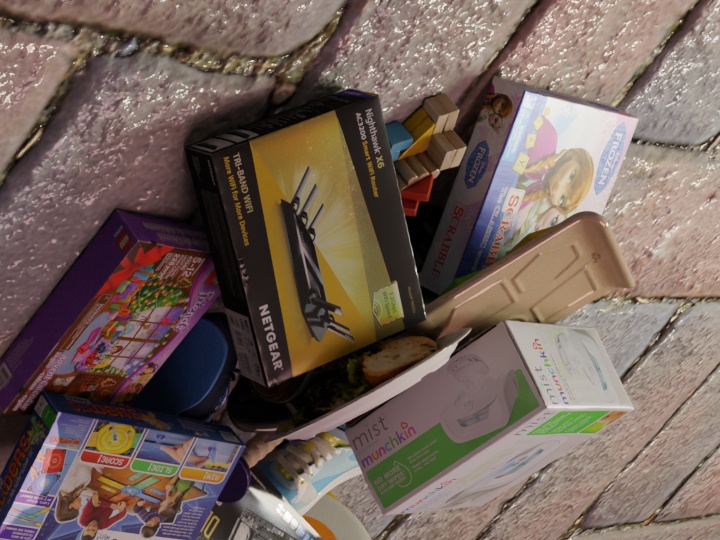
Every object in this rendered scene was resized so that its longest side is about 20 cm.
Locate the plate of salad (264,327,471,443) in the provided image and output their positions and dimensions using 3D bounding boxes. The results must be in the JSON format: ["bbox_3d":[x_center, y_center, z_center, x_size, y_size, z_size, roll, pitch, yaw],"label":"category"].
[{"bbox_3d":[0.002,0.088,1.615,0.199,0.048,0.200,-29,-179,1],"label":"plate of salad"}]

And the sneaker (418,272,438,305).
[{"bbox_3d":[0.084,-0.003,1.810,0.199,0.071,0.073,-23,149,-24],"label":"sneaker"}]

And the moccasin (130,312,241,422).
[{"bbox_3d":[-0.150,0.094,1.701,0.068,0.081,0.200,-18,161,-39],"label":"moccasin"}]

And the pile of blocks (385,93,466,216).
[{"bbox_3d":[0.015,-0.065,1.651,0.200,0.062,0.082,-46,150,15],"label":"pile of blocks"}]

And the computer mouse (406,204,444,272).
[{"bbox_3d":[0.000,0.000,1.739,0.199,0.059,0.034,-28,166,-15],"label":"computer mouse"}]

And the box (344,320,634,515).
[{"bbox_3d":[0.119,0.135,1.766,0.200,0.097,0.176,-36,159,26],"label":"box"}]

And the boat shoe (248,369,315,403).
[{"bbox_3d":[-0.067,0.015,1.611,0.075,0.074,0.203,-8,111,-64],"label":"boat shoe"}]

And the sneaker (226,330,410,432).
[{"bbox_3d":[-0.028,0.128,1.776,0.199,0.076,0.116,-20,143,-17],"label":"sneaker"}]

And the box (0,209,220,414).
[{"bbox_3d":[-0.201,0.041,1.586,0.200,0.039,0.137,-50,149,22],"label":"box"}]

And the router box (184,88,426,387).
[{"bbox_3d":[-0.041,-0.028,1.541,0.157,0.052,0.201,-23,111,-26],"label":"router box"}]

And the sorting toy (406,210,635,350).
[{"bbox_3d":[0.140,0.020,1.715,0.199,0.037,0.185,-28,155,6],"label":"sorting toy"}]

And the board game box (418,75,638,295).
[{"bbox_3d":[0.157,-0.066,1.760,0.199,0.041,0.201,4,109,-51],"label":"board game box"}]

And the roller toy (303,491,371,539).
[{"bbox_3d":[-0.077,0.318,1.980,0.199,0.183,0.140,-12,142,-37],"label":"roller toy"}]

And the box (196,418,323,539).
[{"bbox_3d":[-0.138,0.260,1.808,0.200,0.050,0.158,53,55,-33],"label":"box"}]

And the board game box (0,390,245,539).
[{"bbox_3d":[-0.210,0.182,1.635,0.199,0.034,0.136,16,109,-41],"label":"board game box"}]

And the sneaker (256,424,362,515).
[{"bbox_3d":[-0.046,0.172,1.916,0.200,0.080,0.131,-31,154,-31],"label":"sneaker"}]

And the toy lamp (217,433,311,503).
[{"bbox_3d":[-0.083,0.157,1.796,0.058,0.058,0.200,-55,173,29],"label":"toy lamp"}]
